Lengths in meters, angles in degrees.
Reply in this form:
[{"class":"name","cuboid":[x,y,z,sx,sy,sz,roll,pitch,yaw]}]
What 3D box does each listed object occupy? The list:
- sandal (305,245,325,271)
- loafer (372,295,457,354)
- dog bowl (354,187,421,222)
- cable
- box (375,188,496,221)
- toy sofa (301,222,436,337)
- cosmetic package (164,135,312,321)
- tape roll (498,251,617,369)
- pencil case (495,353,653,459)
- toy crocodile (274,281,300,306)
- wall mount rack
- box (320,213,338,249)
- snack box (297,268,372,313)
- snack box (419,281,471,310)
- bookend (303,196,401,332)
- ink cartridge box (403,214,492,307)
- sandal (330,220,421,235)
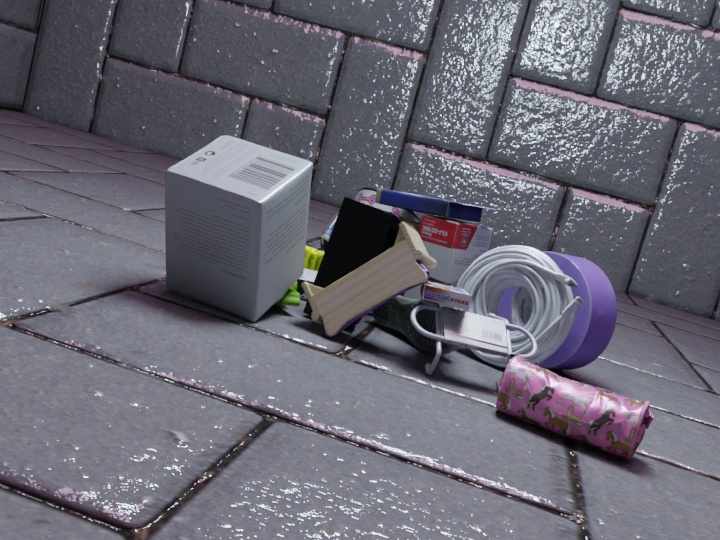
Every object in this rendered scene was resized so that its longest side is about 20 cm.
[{"class":"sandal","cuboid":[-0.052,-0.005,1.802,0.198,0.081,0.087,23,7,32]},{"class":"loafer","cuboid":[0.103,0.082,1.506,0.069,0.077,0.199,7,14,-40]},{"class":"dog bowl","cuboid":[0.052,-0.074,1.859,0.198,0.074,0.201,33,-20,13]},{"class":"cable","cuboid":[0.254,0.059,1.507,0.200,0.201,0.069,42,16,28]},{"class":"box","cuboid":[0.139,-0.118,1.673,0.198,0.033,0.120,13,6,38]},{"class":"toy sofa","cuboid":[0.018,0.022,1.387,0.099,0.198,0.083,63,14,18]},{"class":"cosmetic package","cuboid":[-0.183,-0.066,1.363,0.162,0.203,0.165,19,32,18]},{"class":"tape roll","cuboid":[0.342,0.071,1.592,0.084,0.204,0.199,7,11,-42]},{"class":"pencil case","cuboid":[0.278,0.178,1.190,0.197,0.087,0.083,20,-22,24]},{"class":"toy crocodile","cuboid":[-0.165,0.020,1.507,0.067,0.063,0.199,6,17,-41]},{"class":"wall mount rack","cuboid":[0.159,0.092,1.364,0.196,0.075,0.175,14,41,-9]},{"class":"box","cuboid":[0.015,-0.026,1.824,0.198,0.065,0.070,35,-18,9]},{"class":"snack box","cuboid":[-0.045,0.037,1.661,0.196,0.038,0.116,13,9,-15]},{"class":"snack box","cuboid":[0.128,0.036,1.394,0.071,0.025,0.200,14,2,3]},{"class":"bookend","cuboid":[0.000,0.000,1.551,0.091,0.203,0.199,19,-3,13]},{"class":"ink cartridge box","cuboid":[0.158,0.009,1.668,0.083,0.204,0.143,16,7,33]},{"class":"sandal","cuboid":[0.024,-0.041,1.697,0.208,0.071,0.078,-7,-29,32]}]
